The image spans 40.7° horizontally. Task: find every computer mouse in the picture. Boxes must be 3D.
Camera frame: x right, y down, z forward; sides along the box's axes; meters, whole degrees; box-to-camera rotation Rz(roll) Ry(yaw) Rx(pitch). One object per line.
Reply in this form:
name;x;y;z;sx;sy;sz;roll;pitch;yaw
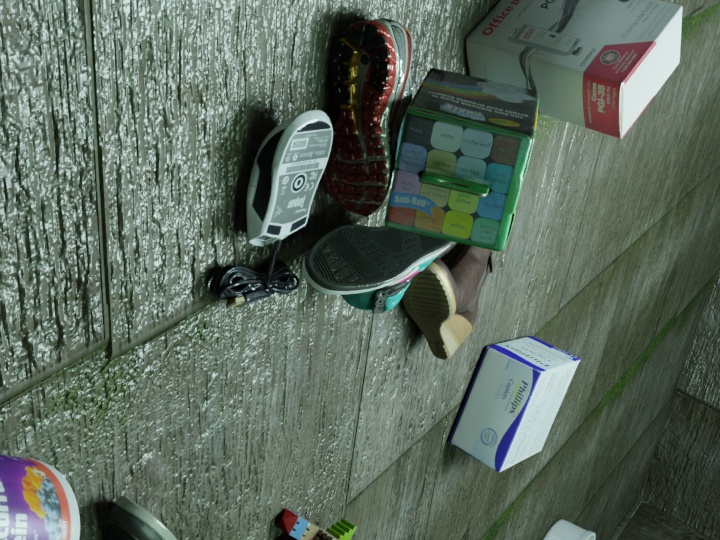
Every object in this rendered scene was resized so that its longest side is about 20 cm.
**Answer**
computer mouse;-0.077;-0.060;0.886;0.109;0.044;0.201;-14;131;-50

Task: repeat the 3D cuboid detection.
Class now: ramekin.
ramekin;0.525;0.752;2.538;0.200;0.097;0.202;-39;144;-37

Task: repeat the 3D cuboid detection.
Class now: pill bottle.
pill bottle;-0.290;0.172;0.641;0.112;0.111;0.200;-62;152;-3

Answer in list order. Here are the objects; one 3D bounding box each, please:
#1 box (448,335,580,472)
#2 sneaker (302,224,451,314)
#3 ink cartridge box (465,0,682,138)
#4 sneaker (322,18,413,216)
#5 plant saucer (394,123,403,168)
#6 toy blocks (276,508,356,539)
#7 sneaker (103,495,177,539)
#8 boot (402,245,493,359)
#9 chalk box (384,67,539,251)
box;0.260;0.217;1.626;0.200;0.104;0.185;-2;116;-60
sneaker;0.000;0.000;1.005;0.199;0.084;0.121;-20;160;-42
ink cartridge box;0.239;-0.248;1.097;0.147;0.199;0.083;-50;146;-24
sneaker;0.017;-0.144;0.937;0.082;0.077;0.201;-35;143;-50
plant saucer;0.069;-0.155;1.079;0.200;0.019;0.070;-25;134;-51
toy blocks;-0.088;0.391;1.212;0.201;0.100;0.137;-58;140;-11
sneaker;-0.221;0.303;0.907;0.106;0.074;0.201;-44;147;-37
boot;0.122;0.002;1.274;0.167;0.072;0.201;-62;153;-30
chalk box;0.099;-0.103;0.950;0.200;0.123;0.125;-64;167;-61
